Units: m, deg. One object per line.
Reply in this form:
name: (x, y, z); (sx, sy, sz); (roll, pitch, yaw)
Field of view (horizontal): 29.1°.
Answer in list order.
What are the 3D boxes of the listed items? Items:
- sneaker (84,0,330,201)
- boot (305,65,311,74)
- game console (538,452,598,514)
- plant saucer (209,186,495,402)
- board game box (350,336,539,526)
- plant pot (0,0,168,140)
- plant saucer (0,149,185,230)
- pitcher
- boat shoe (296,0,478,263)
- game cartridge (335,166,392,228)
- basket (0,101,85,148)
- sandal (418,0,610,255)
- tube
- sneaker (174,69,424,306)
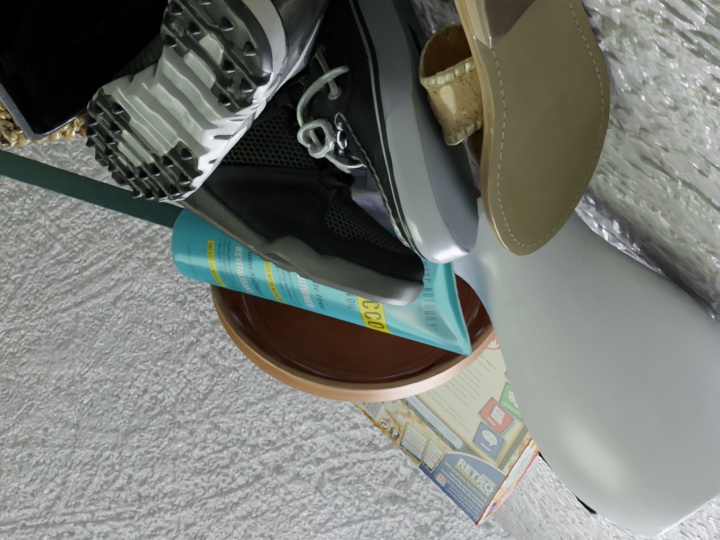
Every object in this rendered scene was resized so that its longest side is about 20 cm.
sneaker: (-0.065, -0.093, 0.640); (0.067, 0.091, 0.200); (48, 149, -5)
boot: (-0.096, -0.175, 1.047); (0.200, 0.070, 0.132); (43, -177, 2)
game console: (0.172, 0.087, 1.122); (0.200, 0.119, 0.172); (47, 140, -18)
plant saucer: (0.000, 0.000, 0.908); (0.200, 0.200, 0.032); (41, 151, 24)
board game box: (0.081, 0.075, 1.037); (0.151, 0.046, 0.201); (43, 136, 18)
plant pot: (-0.125, -0.203, 0.610); (0.178, 0.199, 0.200); (55, 173, 4)
plant saucer: (-0.194, -0.058, 0.921); (0.198, 0.019, 0.070); (18, 180, -10)
pitcher: (0.137, 0.046, 0.795); (0.201, 0.121, 0.172); (54, -175, 13)
boat shoe: (0.002, -0.078, 0.662); (0.074, 0.068, 0.201); (44, -154, -54)
game cartridge: (-0.041, -0.057, 0.834); (0.198, 0.039, 0.130); (8, 169, 7)
basket: (-0.183, -0.161, 0.902); (0.200, 0.148, 0.144); (-162, 63, -69)
sandal: (0.058, -0.096, 0.605); (0.070, 0.077, 0.212); (42, 163, 31)
tube: (-0.023, -0.003, 0.814); (0.199, 0.050, 0.078); (12, 134, 35)
sneaker: (-0.037, -0.066, 0.730); (0.199, 0.115, 0.076); (34, -170, 12)
